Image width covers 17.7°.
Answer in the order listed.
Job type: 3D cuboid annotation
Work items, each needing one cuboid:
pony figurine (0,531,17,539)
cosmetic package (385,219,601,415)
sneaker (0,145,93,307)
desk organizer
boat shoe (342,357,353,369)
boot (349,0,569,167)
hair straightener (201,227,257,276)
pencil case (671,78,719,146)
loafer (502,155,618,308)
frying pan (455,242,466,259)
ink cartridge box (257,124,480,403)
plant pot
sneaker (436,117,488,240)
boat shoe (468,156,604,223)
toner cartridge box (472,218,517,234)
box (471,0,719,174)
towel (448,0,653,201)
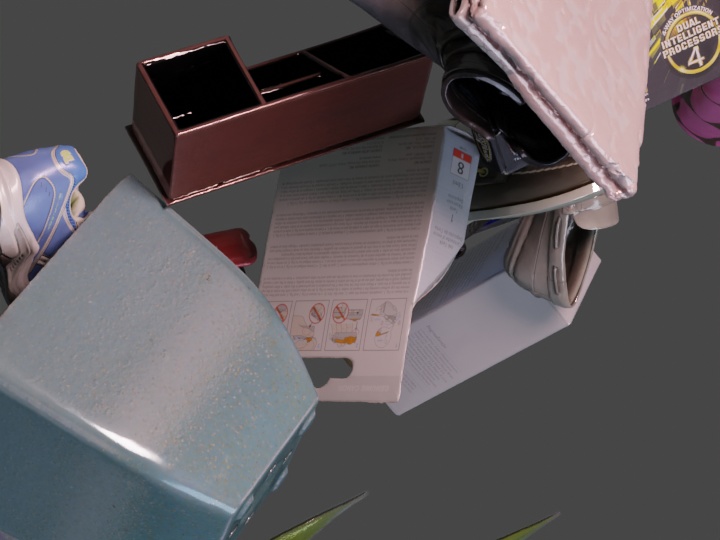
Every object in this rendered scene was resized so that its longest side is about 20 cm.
[{"bbox_3d":[-0.295,0.144,1.775,0.192,0.167,0.200,-2,169,23],"label":"pony figurine"},{"bbox_3d":[0.095,0.033,1.938,0.200,0.071,0.102,-31,-164,37],"label":"cosmetic package"},{"bbox_3d":[-0.219,-0.019,1.590,0.077,0.076,0.200,-24,160,-14],"label":"sneaker"},{"bbox_3d":[-0.053,-0.121,1.577,0.199,0.072,0.077,-19,152,-20],"label":"desk organizer"},{"bbox_3d":[-0.001,0.030,1.878,0.069,0.071,0.200,-35,-174,2],"label":"boat shoe"},{"bbox_3d":[0.054,-0.152,1.474,0.199,0.132,0.070,24,122,-19],"label":"boot"},{"bbox_3d":[-0.177,0.020,1.755,0.199,0.041,0.077,-17,153,-25],"label":"hair straightener"},{"bbox_3d":[0.299,-0.166,1.816,0.090,0.094,0.200,-4,167,-6],"label":"pencil case"},{"bbox_3d":[0.171,-0.060,1.765,0.070,0.070,0.201,-28,146,-43],"label":"loafer"},{"bbox_3d":[0.025,0.007,1.786,0.190,0.031,0.115,29,81,-53],"label":"frying pan"},{"bbox_3d":[0.000,0.000,1.648,0.162,0.201,0.050,-2,165,43],"label":"ink cartridge box"},{"bbox_3d":[-0.147,0.099,1.582,0.196,0.200,0.197,-52,172,-36],"label":"plant pot"},{"bbox_3d":[0.111,-0.105,1.793,0.200,0.085,0.073,-35,156,-29],"label":"sneaker"},{"bbox_3d":[0.094,-0.066,1.669,0.201,0.061,0.072,-10,-178,36],"label":"boat shoe"},{"bbox_3d":[0.053,-0.056,1.851,0.199,0.043,0.095,-19,156,-20],"label":"toner cartridge box"},{"bbox_3d":[0.153,-0.179,1.600,0.199,0.162,0.049,-24,-162,-11],"label":"box"},{"bbox_3d":[0.127,-0.173,1.463,0.032,0.201,0.191,-18,135,33],"label":"towel"}]
